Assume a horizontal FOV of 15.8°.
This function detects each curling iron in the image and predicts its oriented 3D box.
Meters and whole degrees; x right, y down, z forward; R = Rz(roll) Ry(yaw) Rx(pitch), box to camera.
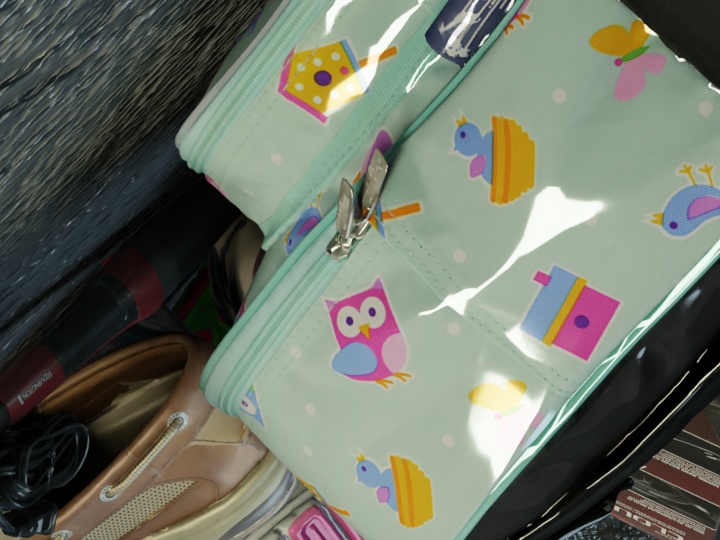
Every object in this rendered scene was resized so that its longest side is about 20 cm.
[{"bbox_3d":[-0.072,0.012,0.805,0.200,0.025,0.050,-57,157,-46],"label":"curling iron"}]

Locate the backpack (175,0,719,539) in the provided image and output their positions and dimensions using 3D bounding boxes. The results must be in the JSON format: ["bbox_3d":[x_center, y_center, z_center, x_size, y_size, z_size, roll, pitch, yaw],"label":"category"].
[{"bbox_3d":[0.044,-0.027,0.642,0.200,0.153,0.176,-60,172,26],"label":"backpack"}]

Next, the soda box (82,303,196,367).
[{"bbox_3d":[-0.129,0.099,0.975,0.200,0.064,0.068,-46,178,-4],"label":"soda box"}]

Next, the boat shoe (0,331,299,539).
[{"bbox_3d":[-0.115,0.078,0.860,0.199,0.072,0.076,-32,-135,11],"label":"boat shoe"}]

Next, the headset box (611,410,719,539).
[{"bbox_3d":[0.117,-0.002,0.843,0.149,0.077,0.200,-61,169,-15],"label":"headset box"}]

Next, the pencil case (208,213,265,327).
[{"bbox_3d":[0.000,0.000,0.876,0.089,0.078,0.200,-14,-172,-10],"label":"pencil case"}]

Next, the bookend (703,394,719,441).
[{"bbox_3d":[0.228,0.002,0.696,0.201,0.198,0.092,-60,146,-19],"label":"bookend"}]

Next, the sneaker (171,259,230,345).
[{"bbox_3d":[-0.071,0.070,1.098,0.200,0.084,0.077,-44,-143,3],"label":"sneaker"}]

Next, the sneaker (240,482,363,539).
[{"bbox_3d":[-0.060,0.115,0.904,0.200,0.082,0.088,-34,-141,-16],"label":"sneaker"}]
